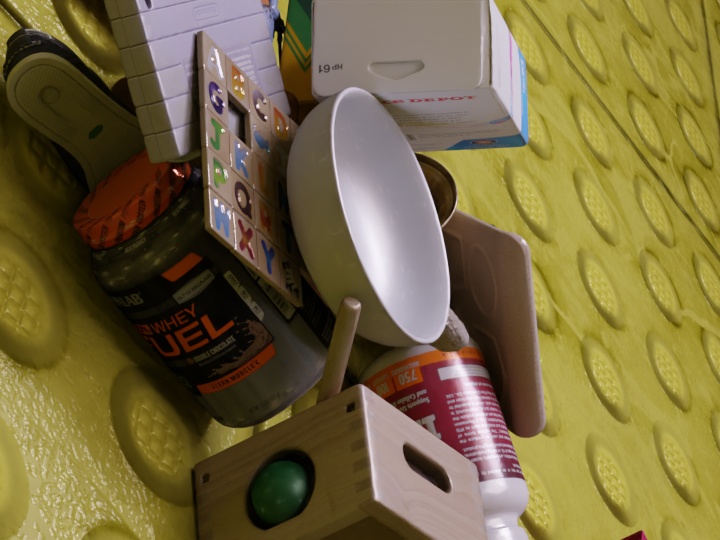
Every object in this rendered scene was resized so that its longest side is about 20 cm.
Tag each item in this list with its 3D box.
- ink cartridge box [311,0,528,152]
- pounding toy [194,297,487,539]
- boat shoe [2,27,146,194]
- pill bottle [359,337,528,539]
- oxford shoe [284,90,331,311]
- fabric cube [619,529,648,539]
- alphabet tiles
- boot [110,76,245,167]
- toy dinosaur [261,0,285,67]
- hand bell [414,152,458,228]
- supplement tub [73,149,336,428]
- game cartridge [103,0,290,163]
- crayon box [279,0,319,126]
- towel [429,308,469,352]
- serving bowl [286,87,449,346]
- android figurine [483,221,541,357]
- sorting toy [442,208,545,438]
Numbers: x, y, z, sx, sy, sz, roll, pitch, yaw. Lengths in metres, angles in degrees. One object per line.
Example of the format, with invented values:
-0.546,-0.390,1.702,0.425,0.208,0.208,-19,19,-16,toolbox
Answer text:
0.051,-0.158,1.673,0.200,0.144,0.085,35,54,-75,ink cartridge box
-0.016,0.154,1.516,0.200,0.184,0.142,38,33,-43,pounding toy
-0.198,-0.105,1.565,0.200,0.072,0.068,50,3,-38,boat shoe
0.078,0.165,1.780,0.113,0.113,0.200,18,49,-58,pill bottle
-0.051,-0.055,1.676,0.071,0.071,0.200,-83,172,-69,oxford shoe
0.198,0.376,1.701,0.199,0.200,0.196,52,27,-18,fabric cube
-0.065,-0.059,1.518,0.200,0.008,0.167,42,36,-52,alphabet tiles
-0.124,-0.077,1.695,0.200,0.077,0.155,57,19,6,boot
-0.085,-0.226,1.739,0.105,0.200,0.182,22,56,-11,toy dinosaur
0.038,-0.003,1.865,0.200,0.104,0.104,85,-1,-51,hand bell
-0.116,0.010,1.541,0.200,0.122,0.123,51,26,-22,supplement tub
-0.117,-0.153,1.515,0.200,0.038,0.130,-30,110,-65,game cartridge
-0.030,-0.151,1.763,0.127,0.051,0.200,73,17,-49,crayon box
0.000,0.000,1.763,0.133,0.034,0.200,47,-12,-32,towel
-0.003,-0.034,1.550,0.200,0.066,0.200,50,31,-46,serving bowl
0.118,0.056,1.939,0.200,0.041,0.182,93,-22,-43,android figurine
0.109,0.038,1.847,0.200,0.036,0.185,-155,-124,-64,sorting toy
